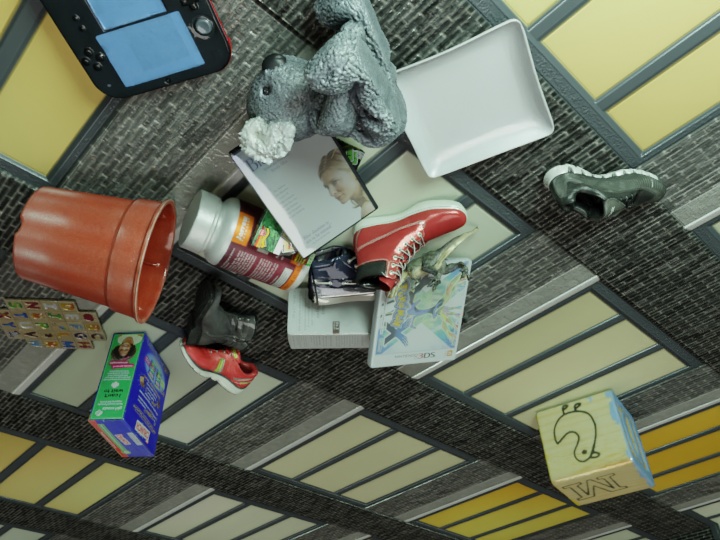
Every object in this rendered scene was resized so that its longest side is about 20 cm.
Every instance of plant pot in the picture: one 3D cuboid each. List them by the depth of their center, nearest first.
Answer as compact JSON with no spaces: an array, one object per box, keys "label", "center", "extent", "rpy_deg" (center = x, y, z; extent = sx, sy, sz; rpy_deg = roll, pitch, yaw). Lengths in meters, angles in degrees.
[{"label":"plant pot","center":[-0.413,-0.037,1.026],"extent":[0.194,0.202,0.201],"rpy_deg":[14,138,-5]}]

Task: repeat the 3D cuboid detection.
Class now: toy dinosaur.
[{"label":"toy dinosaur","center":[0.130,-0.008,1.091],"extent":[0.199,0.088,0.048],"rpy_deg":[-31,129,-4]}]

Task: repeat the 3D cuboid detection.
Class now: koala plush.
[{"label":"koala plush","center":[-0.058,-0.218,0.822],"extent":[0.199,0.178,0.184],"rpy_deg":[-16,138,20]}]

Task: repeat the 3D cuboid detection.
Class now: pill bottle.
[{"label":"pill bottle","center":[-0.184,-0.050,1.065],"extent":[0.199,0.115,0.114],"rpy_deg":[21,135,-26]}]

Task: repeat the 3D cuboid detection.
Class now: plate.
[{"label":"plate","center":[0.152,-0.237,0.920],"extent":[0.199,0.033,0.200],"rpy_deg":[-18,136,19]}]

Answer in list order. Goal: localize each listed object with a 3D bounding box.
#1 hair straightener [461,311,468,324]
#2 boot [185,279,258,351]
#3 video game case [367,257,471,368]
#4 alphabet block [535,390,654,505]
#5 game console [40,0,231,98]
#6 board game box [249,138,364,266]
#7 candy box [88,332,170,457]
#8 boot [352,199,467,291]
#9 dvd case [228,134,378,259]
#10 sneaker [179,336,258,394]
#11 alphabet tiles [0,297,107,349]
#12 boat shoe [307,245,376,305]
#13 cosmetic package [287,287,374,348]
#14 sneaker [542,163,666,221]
[{"label":"hair straightener","center":[0.145,0.065,1.280],"extent":[0.077,0.041,0.200],"rpy_deg":[-26,139,26]},{"label":"boot","center":[-0.259,0.088,1.275],"extent":[0.131,0.070,0.200],"rpy_deg":[8,147,-21]},{"label":"video game case","center":[0.107,0.076,1.185],"extent":[0.181,0.022,0.202],"rpy_deg":[-2,109,-25]},{"label":"alphabet block","center":[0.577,0.441,1.618],"extent":[0.199,0.196,0.196],"rpy_deg":[-25,133,24]},{"label":"game console","center":[-0.277,-0.310,0.818],"extent":[0.198,0.031,0.177],"rpy_deg":[-12,139,11]},{"label":"board game box","center":[-0.082,-0.111,0.996],"extent":[0.104,0.023,0.201],"rpy_deg":[20,106,-23]},{"label":"candy box","center":[-0.468,0.257,1.348],"extent":[0.076,0.201,0.170],"rpy_deg":[-5,140,3]},{"label":"boot","center":[0.085,-0.034,1.072],"extent":[0.198,0.145,0.073],"rpy_deg":[-15,137,13]},{"label":"dvd case","center":[-0.079,-0.131,0.965],"extent":[0.142,0.018,0.201],"rpy_deg":[-34,118,1]},{"label":"sneaker","center":[-0.297,0.183,1.386],"extent":[0.085,0.077,0.200],"rpy_deg":[-39,131,10]},{"label":"alphabet tiles","center":[-0.622,0.110,1.319],"extent":[0.198,0.006,0.167],"rpy_deg":[2,139,-5]},{"label":"boat shoe","center":[0.000,0.000,1.168],"extent":[0.198,0.075,0.093],"rpy_deg":[-11,124,-6]},{"label":"cosmetic package","center":[-0.037,0.089,1.240],"extent":[0.198,0.102,0.074],"rpy_deg":[-2,151,-1]},{"label":"sneaker","center":[0.390,-0.113,1.030],"extent":[0.198,0.091,0.067],"rpy_deg":[4,141,-7]}]
